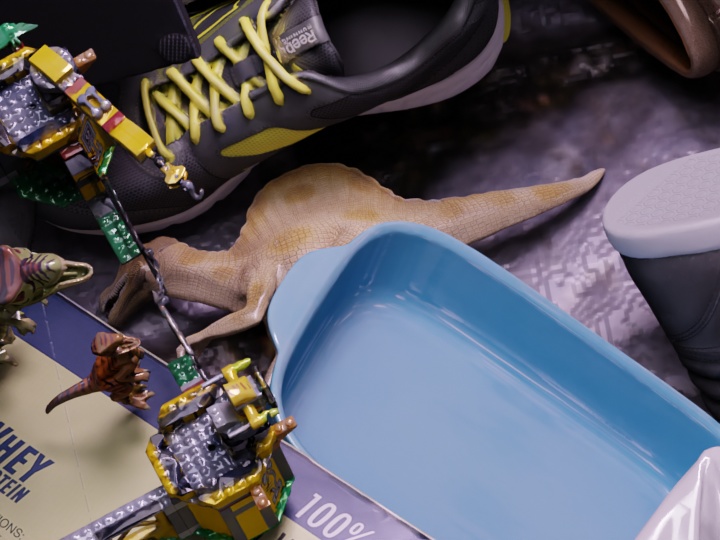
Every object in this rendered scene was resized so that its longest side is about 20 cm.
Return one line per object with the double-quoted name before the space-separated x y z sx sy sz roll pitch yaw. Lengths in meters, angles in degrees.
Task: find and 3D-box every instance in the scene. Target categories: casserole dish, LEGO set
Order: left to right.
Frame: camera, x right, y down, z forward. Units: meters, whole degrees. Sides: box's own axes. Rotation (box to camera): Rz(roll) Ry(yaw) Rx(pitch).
"LEGO set" -0.113 0.012 0.777 0.153 0.116 0.201 -21 65 -1
"casserole dish" 0.050 0.068 0.897 0.200 0.039 0.121 35 48 -4

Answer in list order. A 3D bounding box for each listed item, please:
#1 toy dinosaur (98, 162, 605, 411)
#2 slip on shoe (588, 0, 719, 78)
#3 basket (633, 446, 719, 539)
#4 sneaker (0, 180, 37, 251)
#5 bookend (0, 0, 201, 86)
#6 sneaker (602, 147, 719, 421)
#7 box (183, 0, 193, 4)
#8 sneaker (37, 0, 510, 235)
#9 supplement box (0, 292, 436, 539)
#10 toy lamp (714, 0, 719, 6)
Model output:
"toy dinosaur" 0.000 0.000 0.977 0.199 0.058 0.101 -12 56 0
"slip on shoe" 0.084 -0.146 1.050 0.061 0.076 0.200 -38 69 -23
"basket" 0.151 0.166 0.742 0.200 0.123 0.136 29 72 27
"sneaker" -0.202 0.006 0.910 0.115 0.200 0.076 22 58 -32
"bookend" -0.158 -0.140 0.953 0.199 0.092 0.199 -13 36 12
"sneaker" 0.189 0.004 0.909 0.199 0.099 0.071 -7 32 30
"box" 0.012 -0.172 0.983 0.200 0.041 0.156 -16 26 43
"sneaker" -0.040 -0.077 0.984 0.199 0.085 0.075 -25 83 -2
"supplement box" -0.082 0.153 0.847 0.200 0.134 0.200 31 67 23
"toy lamp" 0.138 -0.102 0.968 0.058 0.058 0.201 -30 89 -11
